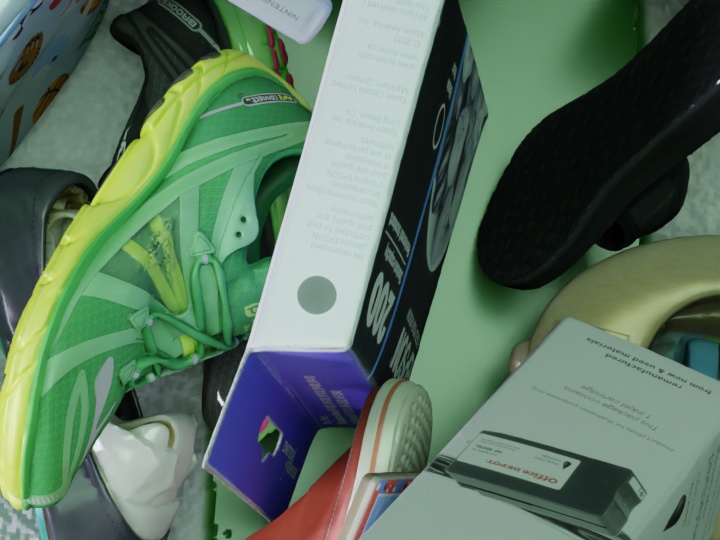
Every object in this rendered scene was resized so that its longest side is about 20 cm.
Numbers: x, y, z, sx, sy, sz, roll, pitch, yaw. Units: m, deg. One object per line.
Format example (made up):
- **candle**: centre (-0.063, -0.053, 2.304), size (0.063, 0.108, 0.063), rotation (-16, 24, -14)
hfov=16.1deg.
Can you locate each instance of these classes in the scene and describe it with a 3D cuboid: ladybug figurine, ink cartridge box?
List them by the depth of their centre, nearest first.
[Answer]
- **ink cartridge box**: centre (0.056, 0.133, 0.939), size (0.084, 0.145, 0.200), rotation (23, 37, 20)
- **ink cartridge box**: centre (0.000, 0.000, 0.991), size (0.043, 0.198, 0.200), rotation (16, 81, 9)
- **ladybug figurine**: centre (0.159, 0.056, 1.057), size (0.200, 0.072, 0.136), rotation (15, 81, -2)

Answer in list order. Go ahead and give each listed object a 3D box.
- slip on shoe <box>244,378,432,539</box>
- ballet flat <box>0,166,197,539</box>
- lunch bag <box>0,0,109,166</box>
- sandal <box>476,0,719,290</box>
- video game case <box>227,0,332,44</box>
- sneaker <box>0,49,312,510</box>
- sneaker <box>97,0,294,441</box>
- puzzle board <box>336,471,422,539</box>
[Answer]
- **slip on shoe**: centre (-0.028, 0.124, 1.000), size (0.061, 0.074, 0.200), rotation (30, 116, 7)
- **ballet flat**: centre (-0.106, 0.051, 1.029), size (0.073, 0.073, 0.200), rotation (-16, 87, -7)
- **lunch bag**: centre (-0.170, -0.081, 1.008), size (0.076, 0.160, 0.200), rotation (35, 81, 1)
- **sandal**: centre (0.114, -0.045, 1.019), size (0.048, 0.200, 0.075), rotation (23, 52, -23)
- **video game case**: centre (-0.106, -0.168, 0.988), size (0.182, 0.200, 0.023), rotation (29, 104, -22)
- **sneaker**: centre (-0.073, 0.007, 0.970), size (0.084, 0.074, 0.200), rotation (30, 72, 4)
- **sneaker**: centre (-0.064, -0.023, 1.060), size (0.084, 0.077, 0.200), rotation (-10, 77, 8)
- **puzzle board**: centre (-0.007, 0.171, 0.969), size (0.017, 0.151, 0.200), rotation (23, 93, 18)
